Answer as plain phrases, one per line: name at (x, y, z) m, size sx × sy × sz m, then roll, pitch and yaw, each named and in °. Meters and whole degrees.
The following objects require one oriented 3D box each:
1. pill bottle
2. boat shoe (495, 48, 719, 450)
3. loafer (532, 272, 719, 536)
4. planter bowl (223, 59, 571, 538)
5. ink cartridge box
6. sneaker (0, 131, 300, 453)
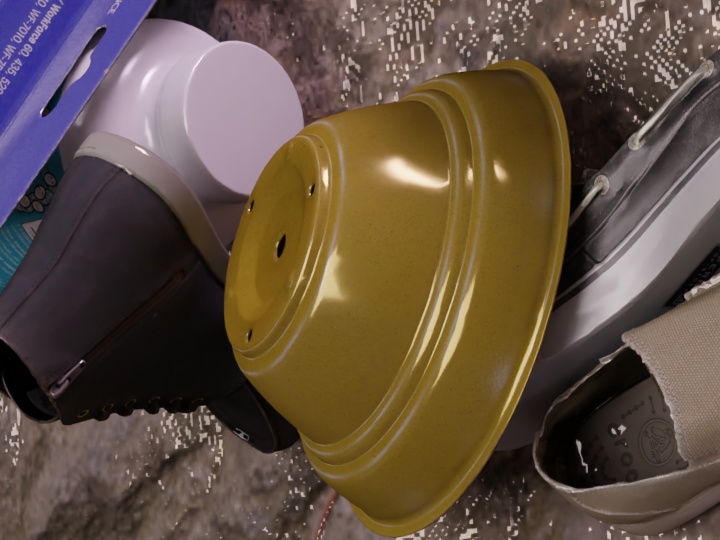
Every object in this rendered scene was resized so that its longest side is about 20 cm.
pill bottle at (-0.118, -0.051, 1.337) m, size 0.200 × 0.111 × 0.111 m, roll -12°, pitch 80°, yaw 45°
boat shoe at (0.104, -0.008, 1.142) m, size 0.200 × 0.071 × 0.064 m, roll -46°, pitch 55°, yaw 28°
loafer at (0.140, 0.040, 1.099) m, size 0.200 × 0.068 × 0.076 m, roll -44°, pitch 59°, yaw 36°
planter bowl at (0.000, 0.000, 1.177) m, size 0.200 × 0.083 × 0.200 m, roll -48°, pitch 33°, yaw 46°
ink cartridge box at (-0.179, -0.097, 1.316) m, size 0.200 × 0.047 × 0.198 m, roll -1°, pitch 52°, yaw 54°
sneaker at (-0.094, 0.039, 1.242) m, size 0.075 × 0.200 × 0.106 m, roll 20°, pitch 66°, yaw 38°
